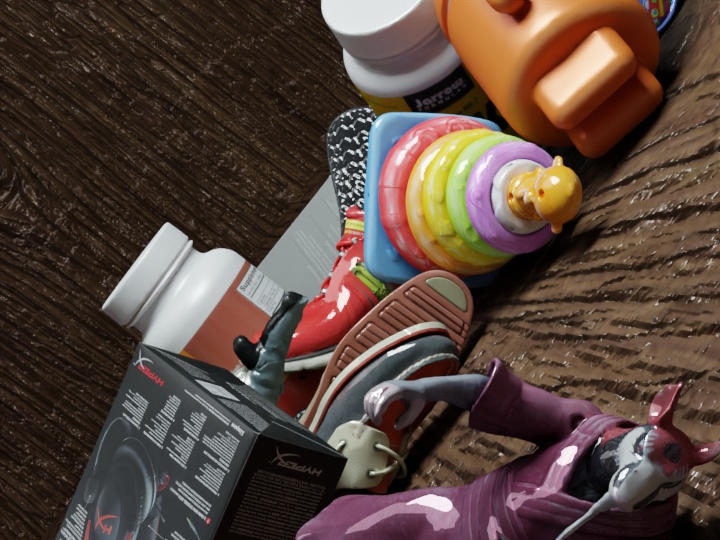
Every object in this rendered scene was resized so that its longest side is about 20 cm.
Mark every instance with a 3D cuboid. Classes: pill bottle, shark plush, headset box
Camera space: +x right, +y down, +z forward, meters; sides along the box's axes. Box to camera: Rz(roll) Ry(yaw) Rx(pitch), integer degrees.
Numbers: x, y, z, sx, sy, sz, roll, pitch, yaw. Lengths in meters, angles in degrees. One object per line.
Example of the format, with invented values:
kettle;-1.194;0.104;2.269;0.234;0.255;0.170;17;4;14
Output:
pill bottle;-0.096;0.057;1.375;0.112;0.199;0.112;-51;7;9
shark plush;-0.072;0.106;1.192;0.091;0.083;0.202;22;108;54
headset box;-0.111;0.166;1.064;0.148;0.075;0.202;28;96;51
pill bottle;0.056;-0.149;1.320;0.113;0.200;0.115;-17;50;21

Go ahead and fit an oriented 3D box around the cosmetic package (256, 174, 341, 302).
cosmetic package;-0.030;0.017;1.476;0.106;0.090;0.201;-7;-41;-56

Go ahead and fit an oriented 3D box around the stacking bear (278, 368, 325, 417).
stacking bear;-0.076;0.131;1.276;0.200;0.114;0.122;-38;21;21

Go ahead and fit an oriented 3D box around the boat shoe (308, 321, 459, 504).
boat shoe;-0.005;0.117;1.075;0.200;0.071;0.063;-48;50;16

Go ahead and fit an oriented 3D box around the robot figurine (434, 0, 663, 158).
robot figurine;0.121;-0.160;1.178;0.201;0.143;0.117;59;144;42

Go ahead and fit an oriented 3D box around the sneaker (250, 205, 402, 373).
sneaker;0.000;0.000;1.235;0.199;0.085;0.077;-32;21;-19

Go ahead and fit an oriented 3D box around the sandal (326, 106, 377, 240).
sandal;0.016;-0.027;1.365;0.074;0.202;0.045;-12;-17;18

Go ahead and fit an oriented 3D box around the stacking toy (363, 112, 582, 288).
stacking toy;0.087;-0.047;1.124;0.200;0.109;0.117;180;93;-67

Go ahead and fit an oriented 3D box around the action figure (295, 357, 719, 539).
action figure;0.064;0.107;0.665;0.199;0.135;0.148;-34;-27;30

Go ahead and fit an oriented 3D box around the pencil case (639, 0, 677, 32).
pencil case;0.165;-0.186;1.355;0.086;0.079;0.200;-24;-2;-17

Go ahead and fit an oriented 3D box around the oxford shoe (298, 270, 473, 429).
oxford shoe;0.001;0.083;1.164;0.201;0.071;0.074;-52;2;2
